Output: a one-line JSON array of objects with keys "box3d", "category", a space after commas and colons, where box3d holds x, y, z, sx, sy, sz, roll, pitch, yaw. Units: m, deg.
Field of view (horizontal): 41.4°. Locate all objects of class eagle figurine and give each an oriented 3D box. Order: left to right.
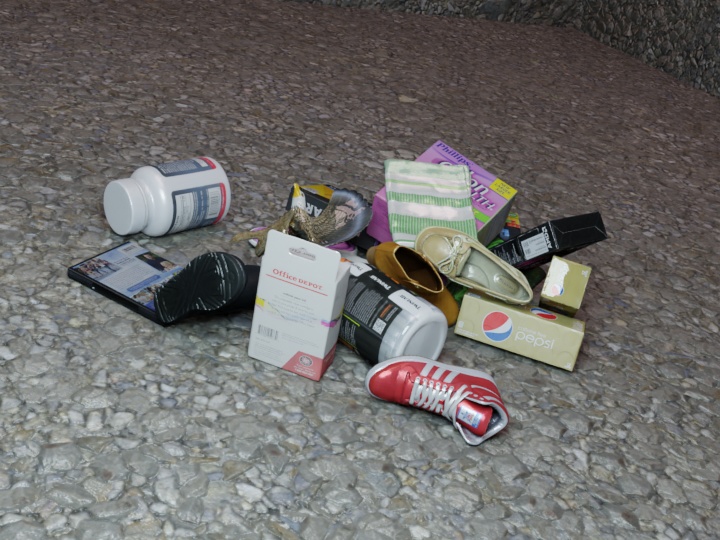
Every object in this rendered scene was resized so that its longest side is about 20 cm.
[{"box3d": [-0.081, -0.064, 1.508, 0.150, 0.153, 0.199, 24, 11, 27], "category": "eagle figurine"}]

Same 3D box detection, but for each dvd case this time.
[{"box3d": [-0.332, 0.018, 1.477, 0.198, 0.018, 0.142, 25, 29, 21], "category": "dvd case"}]

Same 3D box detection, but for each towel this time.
[{"box3d": [0.117, -0.105, 1.566, 0.150, 0.024, 0.202, 4, 50, -8], "category": "towel"}]

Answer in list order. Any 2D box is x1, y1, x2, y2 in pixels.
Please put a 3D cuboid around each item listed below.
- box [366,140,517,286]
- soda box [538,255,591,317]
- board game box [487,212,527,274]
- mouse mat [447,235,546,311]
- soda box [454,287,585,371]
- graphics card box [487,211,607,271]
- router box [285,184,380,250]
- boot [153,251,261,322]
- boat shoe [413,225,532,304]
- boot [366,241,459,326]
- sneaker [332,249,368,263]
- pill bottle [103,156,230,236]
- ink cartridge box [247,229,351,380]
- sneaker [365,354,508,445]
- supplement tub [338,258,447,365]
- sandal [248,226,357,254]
[{"box3d": [0.141, -0.101, 1.648, 0.175, 0.097, 0.200, 35, 51, 18], "category": "box"}, {"box3d": [0.333, 0.032, 1.568, 0.063, 0.069, 0.200, 18, -5, 11], "category": "soda box"}, {"box3d": [0.198, -0.049, 1.752, 0.196, 0.057, 0.167, 9, 41, -7], "category": "board game box"}, {"box3d": [0.214, 0.007, 1.657, 0.160, 0.008, 0.199, 38, 50, 19], "category": "mouse mat"}, {"box3d": [0.255, 0.091, 1.524, 0.197, 0.069, 0.064, 18, 16, 12], "category": "soda box"}, {"box3d": [0.293, -0.038, 1.572, 0.124, 0.052, 0.199, -10, -11, -35], "category": "graphics card box"}, {"box3d": [-0.020, -0.100, 1.773, 0.198, 0.052, 0.149, 26, 17, 22], "category": "router box"}, {"box3d": [-0.181, 0.017, 1.374, 0.199, 0.078, 0.167, -24, -9, 42], "category": "boot"}, {"box3d": [0.176, -0.006, 1.475, 0.199, 0.074, 0.063, 31, 4, -9], "category": "boat shoe"}, {"box3d": [0.100, 0.029, 1.471, 0.200, 0.071, 0.144, 39, -9, -18], "category": "boot"}, {"box3d": [0.000, 0.000, 1.593, 0.197, 0.074, 0.085, 16, 29, 10], "category": "sneaker"}, {"box3d": [-0.333, -0.124, 1.639, 0.119, 0.121, 0.198, 32, 32, 34], "category": "pill bottle"}, {"box3d": [-0.083, 0.039, 1.338, 0.115, 0.203, 0.068, 18, 27, 12], "category": "ink cartridge box"}, {"box3d": [0.109, 0.177, 1.300, 0.197, 0.072, 0.113, 7, 23, -16], "category": "sneaker"}, {"box3d": [0.022, 0.068, 1.417, 0.122, 0.124, 0.199, -16, 38, -43], "category": "supplement tub"}, {"box3d": [-0.101, -0.062, 1.695, 0.199, 0.050, 0.083, 7, 27, -16], "category": "sandal"}]
